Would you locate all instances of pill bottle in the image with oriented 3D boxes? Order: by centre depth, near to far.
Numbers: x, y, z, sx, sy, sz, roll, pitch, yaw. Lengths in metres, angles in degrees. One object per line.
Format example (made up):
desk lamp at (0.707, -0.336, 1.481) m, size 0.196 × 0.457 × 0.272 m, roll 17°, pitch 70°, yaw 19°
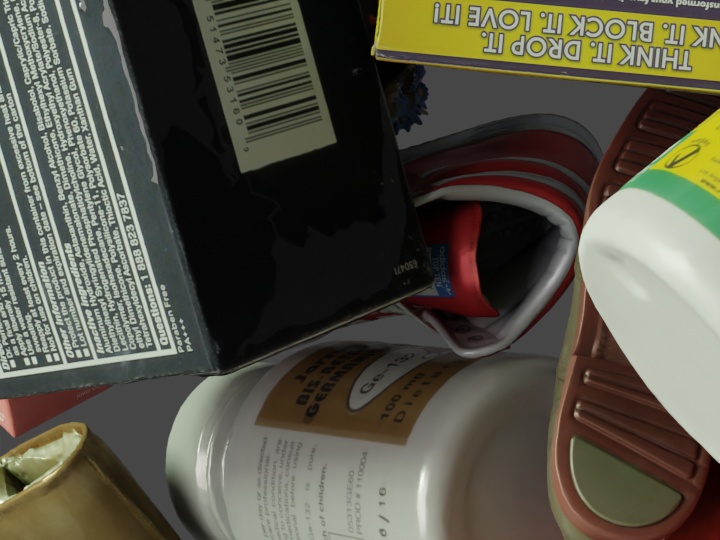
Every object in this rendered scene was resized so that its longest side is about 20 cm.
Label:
pill bottle at (0.174, -0.030, 0.613) m, size 0.200 × 0.113 × 0.113 m, roll -38°, pitch 54°, yaw -10°
pill bottle at (0.009, 0.087, 0.843) m, size 0.200 × 0.114 × 0.115 m, roll 1°, pitch 92°, yaw 53°

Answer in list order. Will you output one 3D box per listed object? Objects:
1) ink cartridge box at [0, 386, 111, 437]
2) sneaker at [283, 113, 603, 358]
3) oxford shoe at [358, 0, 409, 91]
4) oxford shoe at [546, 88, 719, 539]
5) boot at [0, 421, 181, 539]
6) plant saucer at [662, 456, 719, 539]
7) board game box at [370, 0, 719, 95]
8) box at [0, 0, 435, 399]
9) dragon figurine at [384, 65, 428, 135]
ink cartridge box at (-0.192, -0.030, 1.031) m, size 0.116 × 0.067 × 0.200 m, roll 37°, pitch 143°, yaw 39°
sneaker at (0.000, 0.000, 0.799) m, size 0.200 × 0.113 × 0.071 m, roll -21°, pitch 106°, yaw 13°
oxford shoe at (0.009, -0.118, 0.769) m, size 0.073 × 0.071 × 0.200 m, roll 54°, pitch 128°, yaw 37°
oxford shoe at (0.105, 0.012, 0.751) m, size 0.075 × 0.070 × 0.200 m, roll 105°, pitch -174°, yaw -67°
boot at (-0.116, 0.169, 0.934) m, size 0.175 × 0.066 × 0.200 m, roll -29°, pitch 115°, yaw 33°
plant saucer at (0.142, 0.106, 0.689) m, size 0.200 × 0.037 × 0.200 m, roll -102°, pitch 31°, yaw -63°
board game box at (0.110, -0.144, 0.695) m, size 0.199 × 0.057 × 0.166 m, roll 6°, pitch 98°, yaw 1°
box at (-0.103, -0.063, 0.748) m, size 0.198 × 0.123 × 0.201 m, roll -9°, pitch 98°, yaw 43°
dragon figurine at (-0.030, -0.029, 0.923) m, size 0.059 × 0.099 × 0.200 m, roll 51°, pitch 144°, yaw 30°
